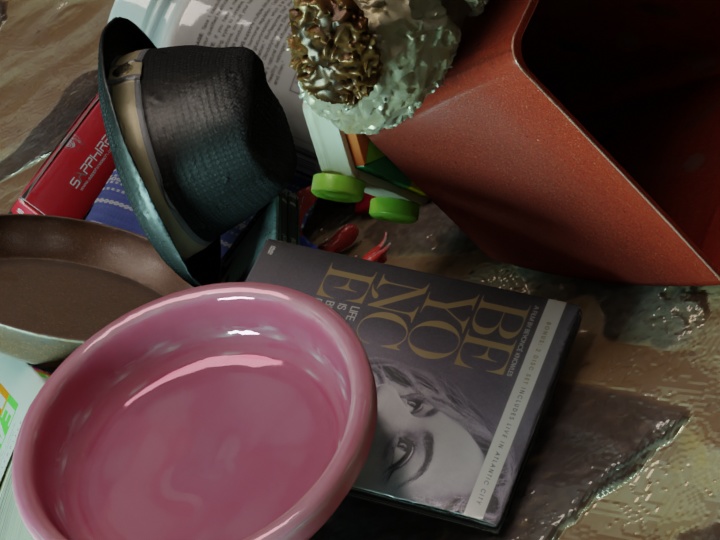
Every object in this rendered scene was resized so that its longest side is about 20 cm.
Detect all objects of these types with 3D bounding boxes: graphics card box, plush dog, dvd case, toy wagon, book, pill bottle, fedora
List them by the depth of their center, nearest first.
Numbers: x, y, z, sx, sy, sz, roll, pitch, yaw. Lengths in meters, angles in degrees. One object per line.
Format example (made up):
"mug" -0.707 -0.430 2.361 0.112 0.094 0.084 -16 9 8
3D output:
"plush dog" 0.022 -0.153 1.012 0.200 0.159 0.173 13 -81 -79
"dvd case" 0.008 0.060 1.089 0.198 0.016 0.149 12 55 20
"toy wagon" 0.029 -0.110 1.222 0.039 0.199 0.157 4 82 32
"book" -0.225 0.117 1.230 0.200 0.048 0.135 20 92 69
"dvd case" -0.085 0.053 1.232 0.146 0.022 0.201 -50 21 27
"fedora" -0.095 -0.087 1.249 0.091 0.202 0.201 -19 32 10
"pill bottle" -0.074 -0.145 1.377 0.199 0.114 0.114 23 53 11
"graphics card box" -0.240 -0.040 1.474 0.200 0.051 0.126 -41 15 52

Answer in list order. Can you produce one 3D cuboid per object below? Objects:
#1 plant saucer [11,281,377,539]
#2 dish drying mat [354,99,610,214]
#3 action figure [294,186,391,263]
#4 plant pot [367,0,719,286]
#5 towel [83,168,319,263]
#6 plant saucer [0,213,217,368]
"plant saucer" -0.084 0.094 1.029 0.199 0.051 0.202 -10 45 10
"dish drying mat" 0.086 -0.086 1.315 0.199 0.018 0.077 -13 38 34
"action figure" 0.000 0.000 1.226 0.099 0.065 0.201 -41 27 19
"plant pot" 0.120 -0.111 1.137 0.175 0.200 0.201 -15 40 47
"towel" -0.097 -0.068 1.397 0.144 0.024 0.201 20 48 8
"plant saucer" -0.188 0.017 1.245 0.198 0.035 0.201 11 20 -4
